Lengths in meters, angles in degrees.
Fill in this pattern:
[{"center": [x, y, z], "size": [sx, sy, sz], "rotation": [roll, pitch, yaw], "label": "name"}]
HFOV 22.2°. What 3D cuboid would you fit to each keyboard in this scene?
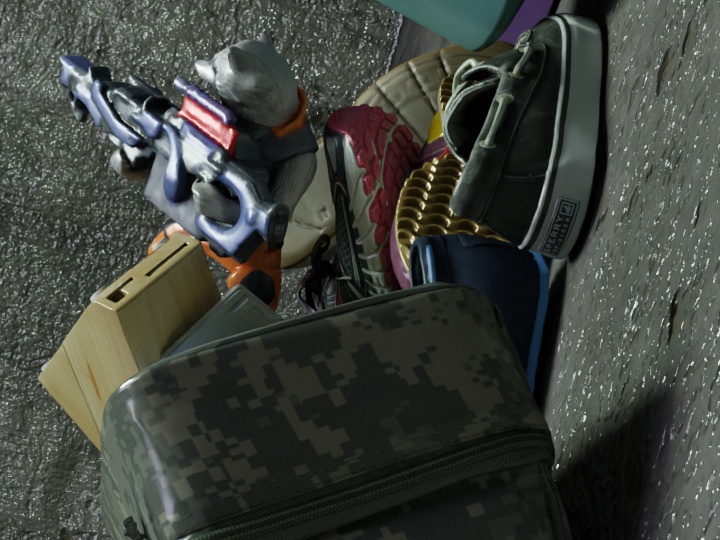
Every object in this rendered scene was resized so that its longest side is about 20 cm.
[{"center": [-0.032, 0.070, 1.003], "size": [0.056, 0.200, 0.011], "rotation": [-38, 49, 9], "label": "keyboard"}]

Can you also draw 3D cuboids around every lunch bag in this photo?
[{"center": [-0.002, 0.116, 0.608], "size": [0.200, 0.139, 0.168], "rotation": [113, 138, -67], "label": "lunch bag"}]

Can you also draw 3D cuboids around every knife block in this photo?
[{"center": [-0.089, 0.090, 1.004], "size": [0.064, 0.176, 0.200], "rotation": [-42, -1, -31], "label": "knife block"}]

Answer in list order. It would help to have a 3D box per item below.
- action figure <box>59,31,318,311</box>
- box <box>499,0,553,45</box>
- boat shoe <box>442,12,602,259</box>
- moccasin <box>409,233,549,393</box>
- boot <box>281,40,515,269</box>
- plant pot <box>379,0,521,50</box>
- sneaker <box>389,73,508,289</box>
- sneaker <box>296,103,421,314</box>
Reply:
[{"center": [-0.083, -0.050, 1.012], "size": [0.200, 0.104, 0.194], "rotation": [45, 134, 33], "label": "action figure"}, {"center": [0.103, -0.194, 1.147], "size": [0.137, 0.039, 0.200], "rotation": [-77, 5, -50], "label": "box"}, {"center": [0.073, -0.076, 0.854], "size": [0.200, 0.064, 0.071], "rotation": [-79, 6, -63], "label": "boat shoe"}, {"center": [0.031, 0.076, 0.777], "size": [0.081, 0.068, 0.200], "rotation": [113, 170, -55], "label": "moccasin"}, {"center": [0.042, -0.062, 1.110], "size": [0.200, 0.072, 0.155], "rotation": [-34, -18, 20], "label": "boot"}, {"center": [0.054, -0.209, 0.930], "size": [0.141, 0.141, 0.200], "rotation": [-58, -10, -18], "label": "plant pot"}, {"center": [0.055, -0.020, 0.928], "size": [0.200, 0.075, 0.090], "rotation": [-68, -11, -56], "label": "sneaker"}, {"center": [0.000, 0.000, 1.019], "size": [0.081, 0.074, 0.200], "rotation": [-59, -31, -48], "label": "sneaker"}]
